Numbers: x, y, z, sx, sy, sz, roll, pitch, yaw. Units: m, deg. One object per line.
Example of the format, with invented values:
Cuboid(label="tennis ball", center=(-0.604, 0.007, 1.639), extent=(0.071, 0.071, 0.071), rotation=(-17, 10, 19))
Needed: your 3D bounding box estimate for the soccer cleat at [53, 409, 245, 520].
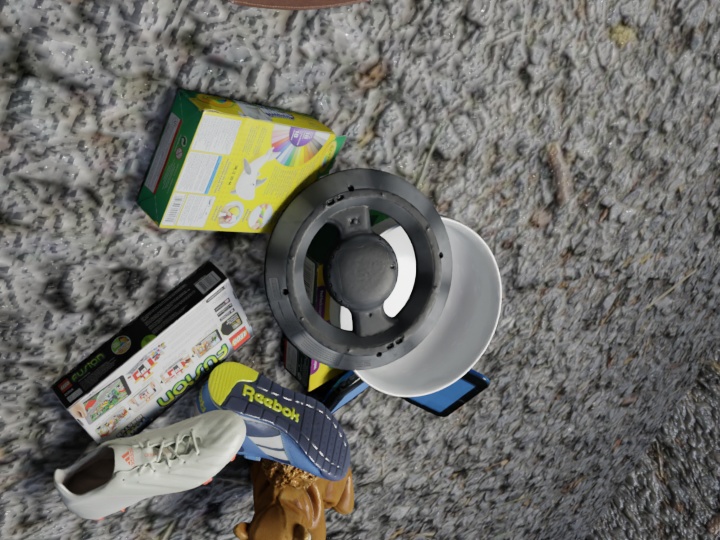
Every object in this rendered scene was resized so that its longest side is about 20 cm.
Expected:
Cuboid(label="soccer cleat", center=(-0.211, 0.192, 0.930), extent=(0.197, 0.070, 0.078), rotation=(-24, 141, -1))

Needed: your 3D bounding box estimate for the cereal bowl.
Cuboid(label="cereal bowl", center=(0.053, 0.031, 1.025), extent=(0.196, 0.083, 0.204), rotation=(-6, 106, -20))

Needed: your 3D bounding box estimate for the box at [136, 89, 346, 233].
Cuboid(label="box", center=(-0.104, -0.097, 0.875), extent=(0.198, 0.048, 0.119), rotation=(3, 120, -50))

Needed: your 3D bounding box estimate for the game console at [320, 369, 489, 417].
Cuboid(label="game console", center=(0.046, 0.169, 1.202), extent=(0.169, 0.119, 0.200), rotation=(-33, 169, -23))

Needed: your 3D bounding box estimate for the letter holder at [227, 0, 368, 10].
Cuboid(label="letter holder", center=(-0.003, -0.269, 0.776), extent=(0.198, 0.100, 0.144), rotation=(-17, 137, -42))

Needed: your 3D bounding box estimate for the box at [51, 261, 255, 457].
Cuboid(label="box", center=(-0.206, 0.092, 0.949), extent=(0.199, 0.035, 0.111), rotation=(-40, 147, -17))

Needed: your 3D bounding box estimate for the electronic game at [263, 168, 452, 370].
Cuboid(label="electronic game", center=(0.000, 0.000, 0.929), extent=(0.196, 0.042, 0.205), rotation=(-2, 98, -16))

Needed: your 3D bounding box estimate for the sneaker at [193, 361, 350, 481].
Cuboid(label="sneaker", center=(-0.098, 0.175, 1.030), extent=(0.082, 0.199, 0.075), rotation=(-39, -156, 39))

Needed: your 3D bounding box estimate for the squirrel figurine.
Cuboid(label="squirrel figurine", center=(-0.090, 0.264, 1.131), extent=(0.187, 0.139, 0.204), rotation=(-53, 150, -67))

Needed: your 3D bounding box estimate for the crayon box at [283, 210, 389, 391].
Cuboid(label="crayon box", center=(-0.007, 0.023, 1.107), extent=(0.171, 0.058, 0.203), rotation=(-28, 141, -34))
